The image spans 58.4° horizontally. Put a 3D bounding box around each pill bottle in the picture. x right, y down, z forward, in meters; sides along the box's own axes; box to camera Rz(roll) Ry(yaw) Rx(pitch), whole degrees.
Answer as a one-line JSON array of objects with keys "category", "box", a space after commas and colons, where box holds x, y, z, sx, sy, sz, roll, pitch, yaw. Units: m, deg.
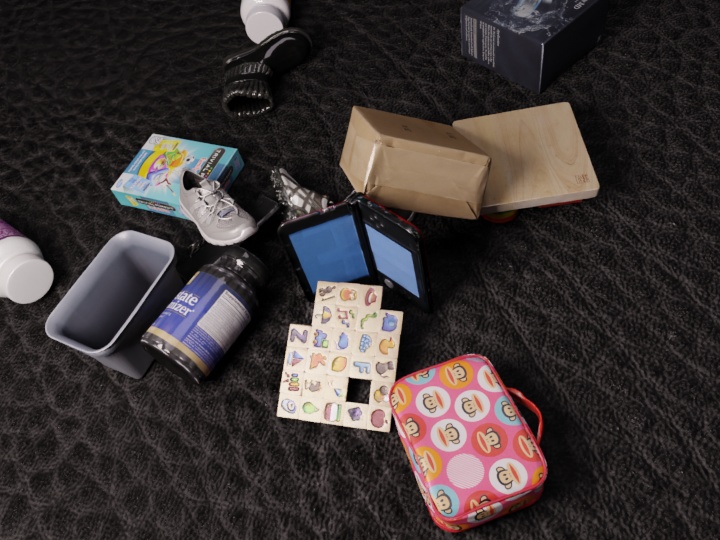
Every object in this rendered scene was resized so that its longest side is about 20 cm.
[{"category": "pill bottle", "box": [-0.226, 0.063, 0.979, 0.111, 0.112, 0.200, 23, 62, 25]}, {"category": "pill bottle", "box": [-0.629, -0.021, 1.125, 0.199, 0.112, 0.112, 27, 64, 28]}, {"category": "pill bottle", "box": [-0.211, -0.600, 1.446, 0.110, 0.111, 0.201, -8, 54, 6]}]

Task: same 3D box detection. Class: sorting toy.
[{"category": "sorting toy", "box": [0.265, -0.170, 1.065, 0.198, 0.070, 0.201, -8, 54, 7]}]

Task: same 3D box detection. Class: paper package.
[{"category": "paper package", "box": [0.078, -0.167, 0.989, 0.190, 0.104, 0.200, 8, 23, -17]}]

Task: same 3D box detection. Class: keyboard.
[{"category": "keyboard", "box": [-0.229, -0.056, 1.094, 0.200, 0.021, 0.127, -43, 35, -13]}]

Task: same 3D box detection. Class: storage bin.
[{"category": "storage bin", "box": [-0.361, 0.061, 0.995, 0.145, 0.135, 0.201, 16, 59, 22]}]

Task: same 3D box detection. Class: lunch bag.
[{"category": "lunch bag", "box": [0.143, 0.207, 0.816, 0.175, 0.082, 0.201, -20, 53, -3]}]

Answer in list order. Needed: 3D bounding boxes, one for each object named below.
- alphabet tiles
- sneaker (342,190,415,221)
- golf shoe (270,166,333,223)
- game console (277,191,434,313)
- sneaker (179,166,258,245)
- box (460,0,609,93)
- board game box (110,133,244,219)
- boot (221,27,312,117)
[{"category": "alphabet tiles", "box": [-0.027, 0.117, 0.917, 0.166, 0.008, 0.201, 4, 78, 15]}, {"category": "sneaker", "box": [0.032, -0.105, 1.051, 0.071, 0.099, 0.200, 28, 64, 30]}, {"category": "golf shoe", "box": [-0.097, -0.109, 1.109, 0.094, 0.078, 0.200, -10, 49, -22]}, {"category": "game console", "box": [0.000, 0.000, 0.920, 0.172, 0.200, 0.119, 34, 69, 30]}, {"category": "sneaker", "box": [-0.243, -0.105, 1.044, 0.200, 0.082, 0.075, 29, 51, 36]}, {"category": "box", "box": [0.331, -0.472, 1.237, 0.197, 0.118, 0.200, -41, 58, -17]}, {"category": "board game box", "box": [-0.343, -0.177, 1.214, 0.199, 0.047, 0.151, 13, 59, 20]}, {"category": "boot", "box": [-0.187, -0.400, 1.317, 0.210, 0.080, 0.158, -23, 46, 9]}]
